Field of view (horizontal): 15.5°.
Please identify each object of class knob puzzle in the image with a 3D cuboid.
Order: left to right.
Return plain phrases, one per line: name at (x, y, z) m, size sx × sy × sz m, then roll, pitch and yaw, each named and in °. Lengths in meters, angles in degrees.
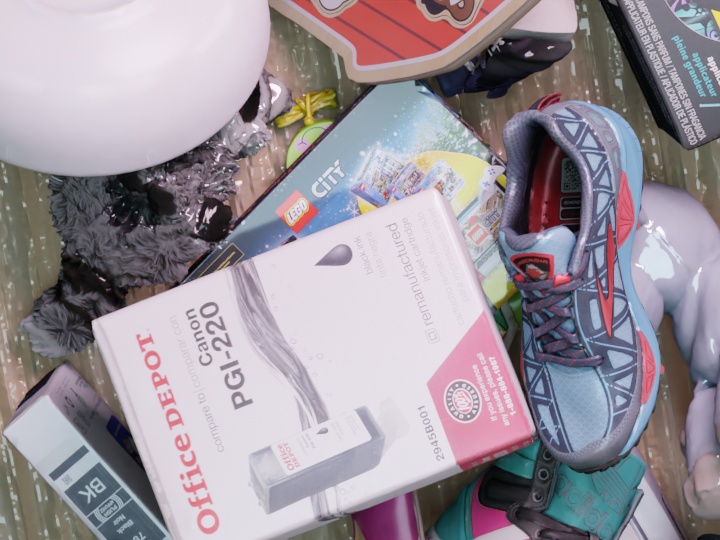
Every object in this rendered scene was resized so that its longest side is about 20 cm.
knob puzzle at (0.029, -0.192, 1.411) m, size 0.030 × 0.220 × 0.220 m, roll 9°, pitch 102°, yaw -45°

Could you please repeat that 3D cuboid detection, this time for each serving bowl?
serving bowl at (-0.147, -0.150, 1.417) m, size 0.200 × 0.066 × 0.200 m, roll 2°, pitch 58°, yaw -3°

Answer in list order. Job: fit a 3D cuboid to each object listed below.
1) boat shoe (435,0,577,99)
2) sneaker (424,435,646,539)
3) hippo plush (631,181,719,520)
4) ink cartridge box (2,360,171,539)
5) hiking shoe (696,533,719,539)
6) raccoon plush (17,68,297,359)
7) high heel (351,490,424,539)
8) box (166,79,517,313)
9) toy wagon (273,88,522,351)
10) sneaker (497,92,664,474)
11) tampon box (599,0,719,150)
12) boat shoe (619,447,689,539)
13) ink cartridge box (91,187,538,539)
boat shoe at (0.061, -0.190, 1.469) m, size 0.075 × 0.093 × 0.200 m, roll 3°, pitch 68°, yaw -25°
sneaker at (0.117, 0.153, 1.434) m, size 0.084 × 0.200 × 0.121 m, roll 31°, pitch 97°, yaw -35°
hippo plush at (0.191, 0.019, 1.448) m, size 0.161 × 0.159 × 0.200 m, roll 34°, pitch 86°, yaw 1°
ink cartridge box at (-0.119, 0.143, 1.505) m, size 0.039 × 0.099 × 0.200 m, roll -42°, pitch 96°, yaw 6°
hiking shoe at (0.140, 0.230, 1.460) m, size 0.076 × 0.101 × 0.200 m, roll 40°, pitch 111°, yaw -1°
raccoon plush at (-0.125, -0.053, 1.500) m, size 0.097 × 0.134 × 0.200 m, roll 45°, pitch 132°, yaw -13°
high heel at (-0.014, 0.186, 1.475) m, size 0.096 × 0.067 × 0.200 m, roll -3°, pitch 102°, yaw -10°
box at (0.000, 0.000, 1.474) m, size 0.200 × 0.038 × 0.137 m, roll -45°, pitch 96°, yaw 6°
toy wagon at (0.003, -0.006, 1.512) m, size 0.155 × 0.040 × 0.200 m, roll -23°, pitch 99°, yaw 3°
sneaker at (0.100, 0.006, 1.390) m, size 0.079 × 0.095 × 0.200 m, roll -11°, pitch 77°, yaw 31°
tampon box at (0.229, -0.177, 1.442) m, size 0.200 × 0.126 × 0.150 m, roll -26°, pitch 99°, yaw 4°
boat shoe at (0.163, 0.181, 1.529) m, size 0.066 × 0.072 × 0.200 m, roll -28°, pitch 98°, yaw 8°
ink cartridge box at (-0.024, 0.059, 1.409) m, size 0.200 × 0.085 × 0.146 m, roll -22°, pitch 84°, yaw 5°
